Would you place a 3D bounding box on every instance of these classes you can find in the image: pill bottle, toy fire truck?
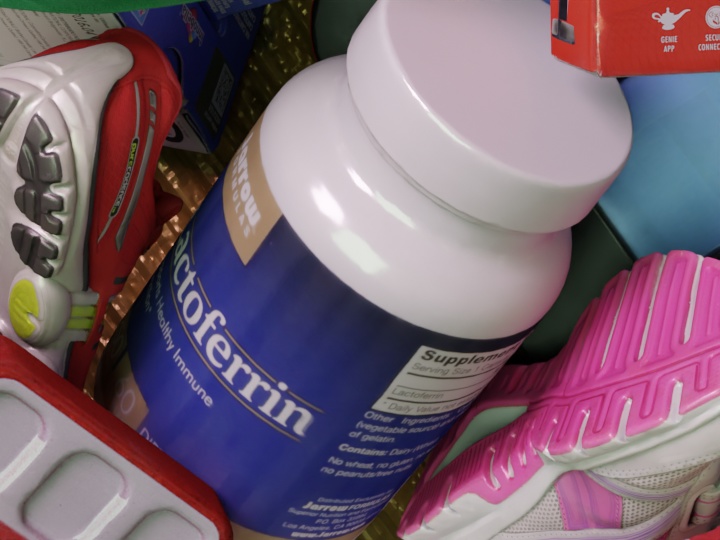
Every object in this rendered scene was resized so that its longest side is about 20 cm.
[{"bbox_3d":[0.000,0.000,0.864,0.116,0.116,0.200,42,127,7],"label":"pill bottle"},{"bbox_3d":[-0.161,0.082,0.820,0.168,0.112,0.200,-46,117,7],"label":"toy fire truck"}]

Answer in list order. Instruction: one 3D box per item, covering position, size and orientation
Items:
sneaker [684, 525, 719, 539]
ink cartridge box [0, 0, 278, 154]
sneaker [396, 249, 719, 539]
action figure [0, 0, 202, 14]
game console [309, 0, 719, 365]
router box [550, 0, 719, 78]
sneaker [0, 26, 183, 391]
[{"bbox_3d":[0.100,0.149,0.850,0.071,0.112,0.200,57,156,36],"label":"sneaker"},{"bbox_3d":[-0.119,-0.108,0.890,0.199,0.137,0.077,13,73,17],"label":"ink cartridge box"},{"bbox_3d":[0.096,0.061,0.866,0.088,0.082,0.200,33,150,-12],"label":"sneaker"},{"bbox_3d":[-0.059,-0.115,0.772,0.118,0.199,0.055,114,142,-57],"label":"action figure"},{"bbox_3d":[0.097,-0.076,0.882,0.200,0.031,0.177,-35,88,24],"label":"game console"},{"bbox_3d":[0.157,-0.154,0.781,0.199,0.049,0.180,-4,102,-12],"label":"router box"},{"bbox_3d":[-0.098,-0.001,0.865,0.077,0.085,0.200,43,142,17],"label":"sneaker"}]
